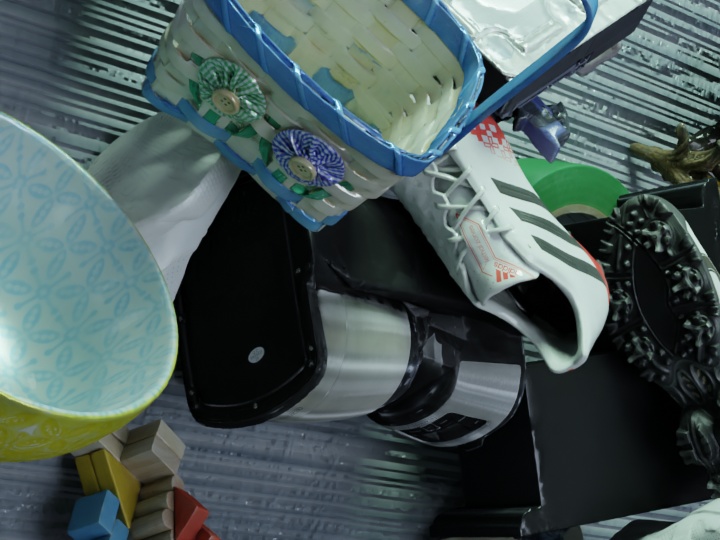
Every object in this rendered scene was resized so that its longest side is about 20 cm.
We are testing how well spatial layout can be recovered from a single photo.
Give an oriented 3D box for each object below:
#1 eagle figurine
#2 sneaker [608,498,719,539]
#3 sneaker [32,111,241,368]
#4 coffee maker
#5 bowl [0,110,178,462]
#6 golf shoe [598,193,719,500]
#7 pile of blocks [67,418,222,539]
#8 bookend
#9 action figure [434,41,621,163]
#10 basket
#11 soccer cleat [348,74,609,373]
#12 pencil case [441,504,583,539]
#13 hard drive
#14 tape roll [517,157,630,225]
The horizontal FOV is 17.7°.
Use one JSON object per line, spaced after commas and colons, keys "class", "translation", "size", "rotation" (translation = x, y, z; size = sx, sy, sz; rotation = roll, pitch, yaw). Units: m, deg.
{"class": "eagle figurine", "translation": [0.290, -0.082, 1.637], "size": [0.199, 0.150, 0.153], "rotation": [-14, 98, -35]}
{"class": "sneaker", "translation": [0.175, 0.197, 1.383], "size": [0.115, 0.200, 0.074], "rotation": [-31, 91, -25]}
{"class": "sneaker", "translation": [-0.121, 0.002, 1.234], "size": [0.200, 0.075, 0.089], "rotation": [-53, 138, -15]}
{"class": "coffee maker", "translation": [0.000, 0.000, 1.314], "size": [0.199, 0.134, 0.194], "rotation": [9, 90, -49]}
{"class": "bowl", "translation": [-0.196, 0.021, 1.100], "size": [0.199, 0.201, 0.108], "rotation": [7, 136, -49]}
{"class": "golf shoe", "translation": [0.209, 0.040, 1.396], "size": [0.094, 0.077, 0.201], "rotation": [-36, 105, -53]}
{"class": "pile of blocks", "translation": [-0.103, 0.166, 1.226], "size": [0.082, 0.062, 0.201], "rotation": [-20, 89, -60]}
{"class": "bookend", "translation": [0.135, 0.054, 1.433], "size": [0.199, 0.092, 0.201], "rotation": [-7, 89, -36]}
{"class": "action figure", "translation": [0.062, -0.122, 1.364], "size": [0.192, 0.201, 0.105], "rotation": [-15, 150, -38]}
{"class": "basket", "translation": [-0.001, -0.125, 1.155], "size": [0.176, 0.200, 0.139], "rotation": [38, 35, -8]}
{"class": "soccer cleat", "translation": [0.066, -0.027, 1.269], "size": [0.200, 0.068, 0.085], "rotation": [48, 29, -19]}
{"class": "pencil case", "translation": [0.069, 0.222, 1.470], "size": [0.200, 0.089, 0.078], "rotation": [-51, 153, -29]}
{"class": "hard drive", "translation": [0.054, -0.186, 1.306], "size": [0.139, 0.200, 0.038], "rotation": [-34, 162, -38]}
{"class": "tape roll", "translation": [0.118, 0.028, 1.517], "size": [0.200, 0.048, 0.202], "rotation": [-11, 105, -47]}
